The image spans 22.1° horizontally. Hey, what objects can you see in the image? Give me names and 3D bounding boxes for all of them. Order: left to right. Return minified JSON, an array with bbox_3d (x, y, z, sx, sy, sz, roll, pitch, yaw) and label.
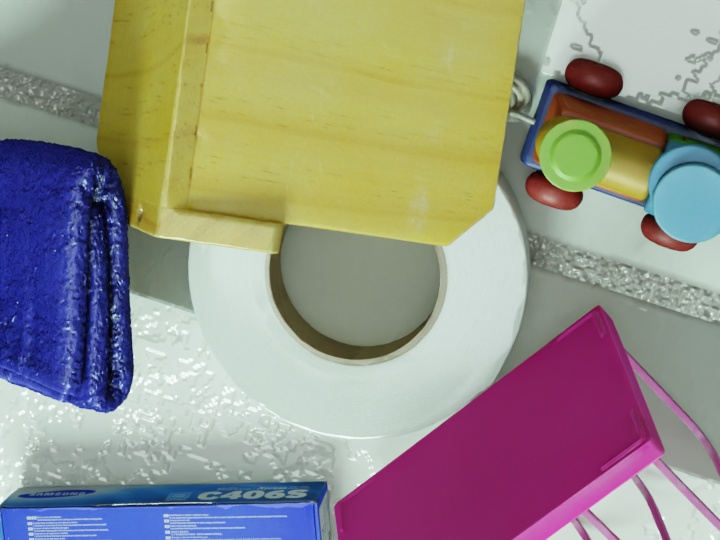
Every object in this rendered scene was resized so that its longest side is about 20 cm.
[{"bbox_3d":[-0.207,-0.002,1.051,0.200,0.049,0.148,9,106,45],"label":"towel"},{"bbox_3d":[-0.117,0.181,1.130,0.199,0.043,0.095,-2,100,9],"label":"toner cartridge box"},{"bbox_3d":[-0.031,-0.114,1.018,0.175,0.182,0.201,5,96,-24],"label":"dollhouse swing"},{"bbox_3d":[0.000,0.000,1.079,0.202,0.037,0.203,2,101,9],"label":"tape roll"},{"bbox_3d":[0.104,0.150,1.031,0.200,0.139,0.125,-38,115,15],"label":"file sorter"},{"bbox_3d":[0.112,-0.070,1.006,0.199,0.116,0.085,20,103,4],"label":"toy train"}]
